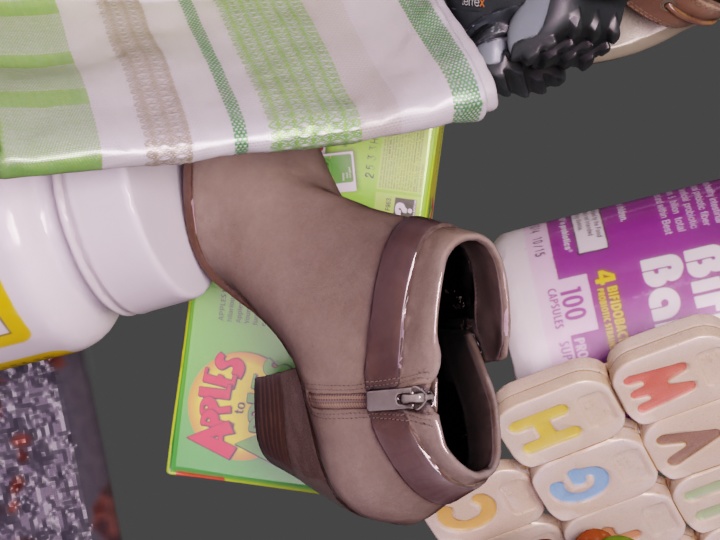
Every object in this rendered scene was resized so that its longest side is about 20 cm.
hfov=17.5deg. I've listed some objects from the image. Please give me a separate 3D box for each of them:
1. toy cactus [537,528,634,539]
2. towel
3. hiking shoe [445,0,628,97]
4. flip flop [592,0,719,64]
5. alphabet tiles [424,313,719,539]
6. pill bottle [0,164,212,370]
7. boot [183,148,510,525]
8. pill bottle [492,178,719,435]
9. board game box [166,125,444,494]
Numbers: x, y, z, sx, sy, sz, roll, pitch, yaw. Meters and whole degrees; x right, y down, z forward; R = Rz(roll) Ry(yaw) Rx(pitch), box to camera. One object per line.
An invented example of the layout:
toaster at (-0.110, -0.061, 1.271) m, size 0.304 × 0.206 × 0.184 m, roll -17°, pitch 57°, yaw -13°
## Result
toy cactus at (0.118, 0.177, 0.987) m, size 0.164 × 0.103 × 0.201 m, roll -7°, pitch 128°, yaw -16°
towel at (-0.059, -0.095, 0.948) m, size 0.198 × 0.150 × 0.031 m, roll -8°, pitch 126°, yaw -15°
hiking shoe at (0.108, -0.152, 0.941) m, size 0.199 × 0.074 × 0.087 m, roll -32°, pitch 74°, yaw 25°
flip flop at (0.149, -0.135, 1.006) m, size 0.198 × 0.058 × 0.082 m, roll -5°, pitch 93°, yaw 4°
alphabet tiles at (0.131, 0.096, 0.973) m, size 0.194 × 0.015 × 0.200 m, roll -21°, pitch 135°, yaw 12°
pill bottle at (-0.169, -0.011, 0.992) m, size 0.199 × 0.114 × 0.115 m, roll -14°, pitch 92°, yaw 17°
boot at (0.000, 0.000, 0.928) m, size 0.070 × 0.146 × 0.202 m, roll -11°, pitch 91°, yaw -35°
pill bottle at (0.161, 0.017, 0.987) m, size 0.198 × 0.112 × 0.113 m, roll -14°, pitch 92°, yaw 5°
board game box at (-0.021, -0.006, 1.032) m, size 0.101 × 0.048 × 0.202 m, roll 8°, pitch 93°, yaw 5°
